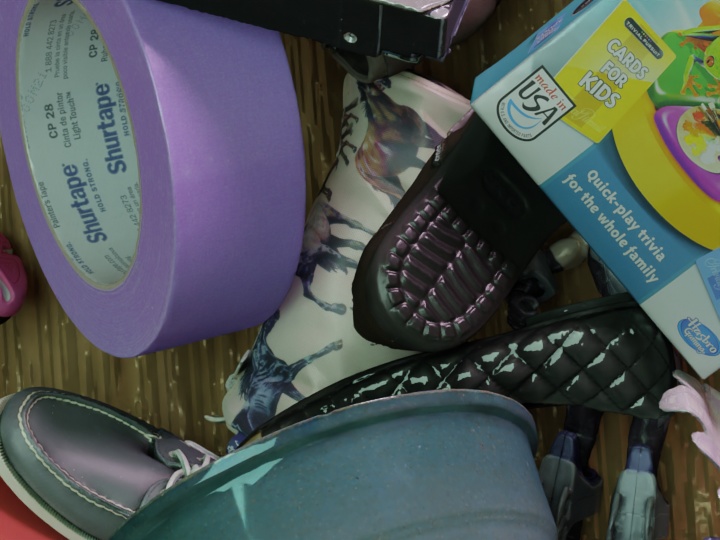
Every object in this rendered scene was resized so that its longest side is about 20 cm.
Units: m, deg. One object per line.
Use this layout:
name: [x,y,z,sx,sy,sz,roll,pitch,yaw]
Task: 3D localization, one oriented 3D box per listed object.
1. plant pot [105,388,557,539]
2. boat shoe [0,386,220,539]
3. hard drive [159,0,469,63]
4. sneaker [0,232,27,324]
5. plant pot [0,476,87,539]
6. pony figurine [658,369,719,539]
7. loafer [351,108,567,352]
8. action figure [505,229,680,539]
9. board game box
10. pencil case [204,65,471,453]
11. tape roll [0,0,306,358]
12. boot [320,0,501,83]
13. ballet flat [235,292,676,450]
plant pot: [0.015,0.182,0.856,0.200,0.200,0.196,-31,64,16]
boat shoe: [-0.073,0.101,0.990,0.200,0.073,0.062,32,134,-20]
hard drive: [-0.041,-0.165,0.914,0.200,0.038,0.140,17,53,9]
sneaker: [-0.254,-0.005,1.100,0.200,0.074,0.088,25,96,23]
plant pot: [-0.160,0.192,1.010,0.177,0.200,0.201,28,98,6]
pony figurine: [0.187,0.152,0.899,0.200,0.193,0.167,-49,36,11]
loafer: [0.056,-0.039,0.945,0.073,0.200,0.071,52,149,-8]
action figure: [0.120,0.039,0.974,0.130,0.069,0.201,9,88,26]
board game box: [0.168,-0.076,0.872,0.200,0.047,0.151,-39,101,17]
pencil case: [0.000,0.000,1.009,0.089,0.078,0.200,21,96,4]
tape roll: [-0.099,-0.065,0.988,0.200,0.066,0.201,35,132,51]
boot: [-0.012,-0.180,0.988,0.200,0.070,0.146,39,69,18]
ballet flat: [0.036,0.062,0.930,0.200,0.066,0.057,-19,81,15]
